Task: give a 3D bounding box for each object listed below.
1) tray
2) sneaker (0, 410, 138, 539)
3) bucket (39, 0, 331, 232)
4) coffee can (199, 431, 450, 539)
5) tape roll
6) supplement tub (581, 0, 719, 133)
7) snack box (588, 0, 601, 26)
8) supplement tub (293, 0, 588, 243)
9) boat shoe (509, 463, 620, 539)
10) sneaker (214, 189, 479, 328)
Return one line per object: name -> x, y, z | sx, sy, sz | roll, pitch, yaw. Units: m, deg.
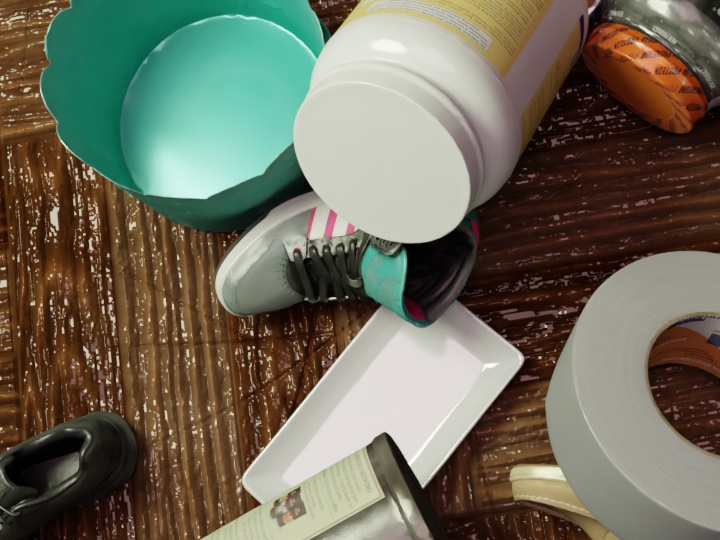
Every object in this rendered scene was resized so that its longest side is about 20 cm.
tray -> 0.016, 0.107, 0.981 | 0.107, 0.022, 0.201 | 39, 86, 14
sneaker -> -0.254, 0.164, 0.974 | 0.199, 0.091, 0.076 | -40, 77, 0
bucket -> -0.112, -0.130, 0.994 | 0.204, 0.135, 0.210 | -2, 78, 7
coffee can -> -0.035, 0.216, 0.879 | 0.198, 0.146, 0.147 | -29, 75, 1
tape roll -> 0.223, 0.089, 0.889 | 0.197, 0.066, 0.202 | 6, 56, -8
supplement tub -> 0.251, -0.203, 0.962 | 0.122, 0.123, 0.201 | 36, 85, 14
snack box -> 0.157, -0.224, 1.030 | 0.072, 0.024, 0.201 | 37, 85, 15
supplement tub -> 0.054, -0.129, 0.905 | 0.144, 0.146, 0.201 | 23, 50, 13
boat shoe -> 0.190, 0.179, 0.913 | 0.198, 0.071, 0.065 | 16, 80, 10
sneaker -> 0.000, 0.000, 0.956 | 0.198, 0.084, 0.121 | -28, 38, -1
